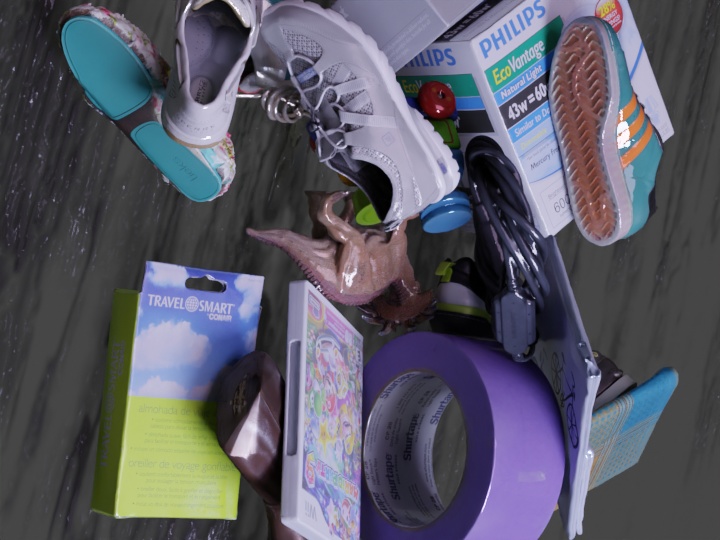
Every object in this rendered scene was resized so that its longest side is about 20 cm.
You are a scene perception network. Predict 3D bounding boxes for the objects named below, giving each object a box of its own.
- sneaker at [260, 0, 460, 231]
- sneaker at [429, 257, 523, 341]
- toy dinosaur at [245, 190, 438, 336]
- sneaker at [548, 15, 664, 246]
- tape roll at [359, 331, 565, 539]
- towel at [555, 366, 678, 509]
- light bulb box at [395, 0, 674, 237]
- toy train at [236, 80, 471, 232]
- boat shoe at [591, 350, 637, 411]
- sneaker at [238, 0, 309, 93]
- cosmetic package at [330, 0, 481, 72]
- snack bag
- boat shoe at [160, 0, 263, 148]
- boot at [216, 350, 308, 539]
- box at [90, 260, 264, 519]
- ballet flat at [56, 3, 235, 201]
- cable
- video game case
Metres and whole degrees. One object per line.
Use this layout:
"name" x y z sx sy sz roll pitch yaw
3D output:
"sneaker" -0.010 -0.120 1.246 0.200 0.075 0.082 48 61 -6
"sneaker" 0.139 0.024 1.510 0.200 0.072 0.083 9 85 -51
"toy dinosaur" 0.000 0.000 1.401 0.200 0.086 0.136 0 92 -39
"sneaker" 0.218 -0.127 1.426 0.080 0.071 0.201 -23 113 -40
"tape roll" 0.075 0.155 1.398 0.085 0.200 0.201 9 87 -39
"towel" 0.217 0.175 1.578 0.200 0.022 0.147 -23 145 -35
"light bulb box" 0.156 -0.166 1.493 0.198 0.125 0.200 -39 116 -30
"toy train" -0.004 -0.088 1.319 0.199 0.085 0.116 -1 61 -30
"boat shoe" 0.176 0.148 1.571 0.201 0.061 0.072 -32 155 -26
"sneaker" -0.062 -0.172 1.363 0.093 0.070 0.200 -50 123 -7
"cosmetic package" 0.080 -0.260 1.369 0.090 0.107 0.200 48 59 -5
"snack bag" 0.173 0.094 1.393 0.021 0.189 0.200 -3 130 -5
"boat shoe" -0.106 -0.193 1.239 0.071 0.069 0.201 10 66 -12
"boot" -0.076 0.187 1.306 0.200 0.064 0.187 69 24 -48
"box" -0.146 0.097 1.313 0.122 0.048 0.201 8 88 -40
"ballet flat" -0.166 -0.138 1.283 0.200 0.075 0.064 55 30 -32
"cable" 0.121 -0.033 1.359 0.051 0.163 0.200 -10 134 1
"video game case" -0.029 0.126 1.350 0.143 0.018 0.201 48 39 -61
